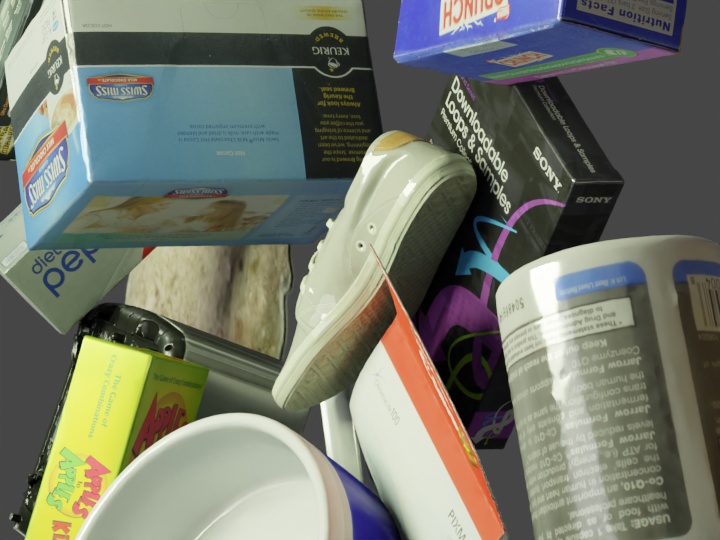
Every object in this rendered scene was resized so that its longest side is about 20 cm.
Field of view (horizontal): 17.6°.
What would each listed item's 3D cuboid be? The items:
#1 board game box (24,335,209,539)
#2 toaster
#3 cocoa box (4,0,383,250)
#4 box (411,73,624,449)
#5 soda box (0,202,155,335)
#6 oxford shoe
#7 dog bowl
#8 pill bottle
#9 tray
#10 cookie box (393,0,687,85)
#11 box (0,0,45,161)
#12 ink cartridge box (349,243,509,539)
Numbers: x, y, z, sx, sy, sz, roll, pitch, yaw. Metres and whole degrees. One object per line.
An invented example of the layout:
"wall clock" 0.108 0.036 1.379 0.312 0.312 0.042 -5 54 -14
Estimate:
"board game box" -0.156 0.145 1.400 0.102 0.048 0.200 23 -97 -72
"toaster" -0.135 0.115 1.552 0.181 0.119 0.200 15 86 64
"cocoa box" -0.103 -0.093 1.435 0.133 0.200 0.132 144 121 -60
"box" 0.070 -0.020 1.277 0.143 0.036 0.200 63 143 41
"soda box" -0.159 -0.054 1.569 0.200 0.068 0.063 -44 32 -6
"oxford shoe" 0.000 0.000 1.293 0.058 0.075 0.200 47 129 24
"dog bowl" -0.075 0.185 1.285 0.200 0.079 0.200 -23 48 28
"pill bottle" 0.132 0.094 1.070 0.114 0.114 0.200 -34 60 59
"tray" -0.002 0.144 1.388 0.107 0.022 0.200 65 -163 -77
"cookie box" 0.096 -0.201 1.141 0.171 0.075 0.200 -2 79 63
"box" -0.181 -0.153 1.636 0.200 0.159 0.046 120 141 -47
"ink cartridge box" 0.034 0.107 1.243 0.200 0.047 0.160 71 174 -49
